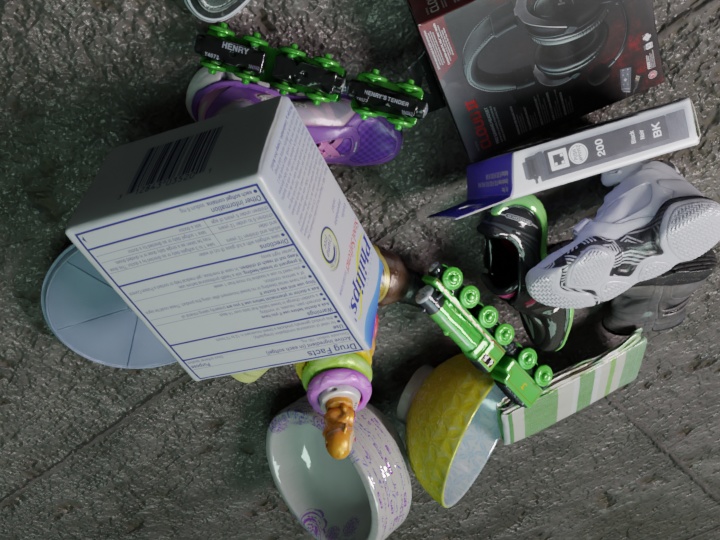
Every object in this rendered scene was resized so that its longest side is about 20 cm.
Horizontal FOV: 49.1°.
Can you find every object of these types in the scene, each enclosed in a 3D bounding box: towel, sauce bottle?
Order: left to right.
[{"bbox_3d":[0.000,0.000,0.835,0.198,0.065,0.065,16,130,-23],"label":"sauce bottle"},{"bbox_3d":[0.260,0.149,0.981,0.198,0.024,0.153,-28,150,-2],"label":"towel"}]

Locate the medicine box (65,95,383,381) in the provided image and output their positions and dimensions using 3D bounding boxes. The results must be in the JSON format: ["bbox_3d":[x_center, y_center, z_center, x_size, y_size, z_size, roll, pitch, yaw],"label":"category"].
[{"bbox_3d":[-0.102,-0.016,0.660,0.180,0.104,0.201,-12,132,23],"label":"medicine box"}]

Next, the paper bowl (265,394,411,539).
[{"bbox_3d":[-0.019,0.244,0.993,0.104,0.200,0.202,-26,150,-42],"label":"paper bowl"}]

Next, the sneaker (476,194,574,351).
[{"bbox_3d":[0.167,0.010,0.839,0.084,0.076,0.201,-38,120,-22],"label":"sneaker"}]

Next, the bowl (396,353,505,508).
[{"bbox_3d":[0.109,0.176,0.976,0.107,0.200,0.202,27,140,25],"label":"bowl"}]

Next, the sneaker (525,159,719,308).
[{"bbox_3d":[0.251,-0.042,0.795,0.198,0.116,0.075,-24,133,9],"label":"sneaker"}]

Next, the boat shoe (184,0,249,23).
[{"bbox_3d":[-0.074,-0.257,0.571,0.073,0.069,0.199,27,125,-30],"label":"boat shoe"}]

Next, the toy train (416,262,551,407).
[{"bbox_3d":[0.132,0.072,0.847,0.200,0.042,0.057,45,81,-19],"label":"toy train"}]

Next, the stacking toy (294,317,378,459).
[{"bbox_3d":[-0.026,0.112,0.842,0.108,0.201,0.117,8,132,-16],"label":"stacking toy"}]

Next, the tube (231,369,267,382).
[{"bbox_3d":[-0.069,0.043,0.798,0.200,0.052,0.058,-43,170,31],"label":"tube"}]

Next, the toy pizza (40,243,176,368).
[{"bbox_3d":[-0.234,0.027,0.841,0.197,0.032,0.202,-9,132,-10],"label":"toy pizza"}]

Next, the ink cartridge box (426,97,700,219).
[{"bbox_3d":[0.156,-0.091,0.687,0.198,0.198,0.044,-18,94,-1],"label":"ink cartridge box"}]

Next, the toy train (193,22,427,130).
[{"bbox_3d":[-0.039,-0.160,0.652,0.197,0.056,0.042,17,102,0],"label":"toy train"}]

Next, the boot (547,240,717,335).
[{"bbox_3d":[0.301,0.029,0.913,0.197,0.070,0.132,2,140,-3],"label":"boot"}]

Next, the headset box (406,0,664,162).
[{"bbox_3d":[0.137,-0.194,0.661,0.198,0.078,0.149,-22,133,10],"label":"headset box"}]

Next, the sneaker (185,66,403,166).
[{"bbox_3d":[-0.055,-0.117,0.697,0.197,0.089,0.081,7,131,-17],"label":"sneaker"}]
